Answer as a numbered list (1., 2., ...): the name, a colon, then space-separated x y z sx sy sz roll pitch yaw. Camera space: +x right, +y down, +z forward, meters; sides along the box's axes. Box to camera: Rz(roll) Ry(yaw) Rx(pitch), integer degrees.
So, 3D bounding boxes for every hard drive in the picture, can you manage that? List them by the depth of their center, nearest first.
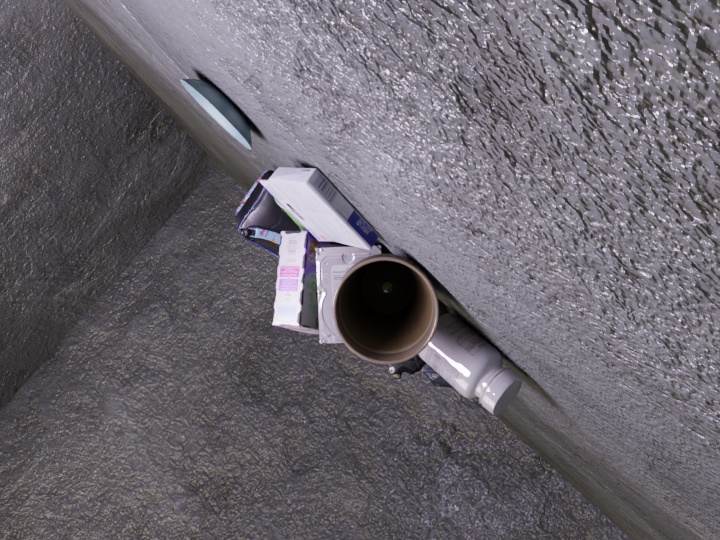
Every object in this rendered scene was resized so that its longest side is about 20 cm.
1. hard drive: -0.021 0.048 1.611 0.136 0.205 0.038 -1 -169 0

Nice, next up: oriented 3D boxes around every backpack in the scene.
1. backpack: -0.193 -0.130 1.965 0.198 0.184 0.135 31 -171 -25

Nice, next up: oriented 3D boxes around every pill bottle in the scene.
1. pill bottle: 0.220 0.188 1.562 0.199 0.115 0.114 40 176 29

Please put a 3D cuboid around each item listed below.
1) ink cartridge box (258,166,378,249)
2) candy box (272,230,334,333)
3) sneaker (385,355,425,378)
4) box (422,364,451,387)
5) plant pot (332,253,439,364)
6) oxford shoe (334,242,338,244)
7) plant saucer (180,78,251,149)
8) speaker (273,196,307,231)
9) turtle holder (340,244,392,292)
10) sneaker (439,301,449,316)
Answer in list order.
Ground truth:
1. ink cartridge box: -0.083 -0.124 1.532 0.200 0.041 0.199 45 162 -31
2. candy box: -0.114 0.031 1.718 0.070 0.205 0.167 0 169 25
3. sneaker: 0.062 0.175 1.806 0.197 0.116 0.076 32 178 -5
4. box: 0.251 0.265 2.014 0.154 0.052 0.200 4 163 16
5. plant pot: 0.049 0.053 1.501 0.200 0.200 0.174 42 -168 -8
6. oxford shoe: -0.109 -0.125 1.846 0.200 0.073 0.084 45 178 -23
7. plant saucer: -0.289 -0.336 1.630 0.200 0.039 0.201 42 176 3
8. speaker: -0.122 -0.142 1.694 0.088 0.089 0.200 40 175 26
9. turtle holder: 0.006 0.000 1.712 0.139 0.184 0.134 -10 102 41
10. sneaker: 0.116 0.107 1.695 0.197 0.080 0.089 -12 156 41
